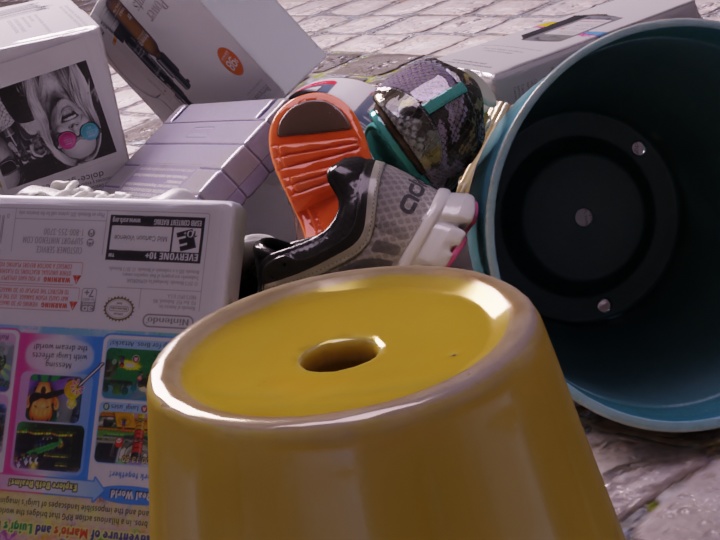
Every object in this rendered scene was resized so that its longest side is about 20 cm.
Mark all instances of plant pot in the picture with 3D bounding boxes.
[{"bbox_3d":[0.143,-0.025,0.856,0.199,0.201,0.188,-13,4,-8],"label":"plant pot"},{"bbox_3d":[0.010,0.108,0.537,0.200,0.190,0.201,-9,19,3],"label":"plant pot"}]

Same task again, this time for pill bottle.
[{"bbox_3d":[-0.037,-0.052,1.100,0.119,0.120,0.200,-4,21,18],"label":"pill bottle"}]

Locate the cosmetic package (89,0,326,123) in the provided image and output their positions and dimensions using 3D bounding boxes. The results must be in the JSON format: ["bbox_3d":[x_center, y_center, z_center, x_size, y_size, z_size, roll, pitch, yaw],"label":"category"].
[{"bbox_3d":[-0.122,-0.168,1.167,0.052,0.151,0.200,-48,7,-23],"label":"cosmetic package"}]

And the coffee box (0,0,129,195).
[{"bbox_3d":[-0.282,-0.079,1.180,0.199,0.199,0.200,-15,20,-13],"label":"coffee box"}]

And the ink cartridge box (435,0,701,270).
[{"bbox_3d":[0.143,-0.092,1.076,0.199,0.148,0.085,-23,23,-35],"label":"ink cartridge box"}]

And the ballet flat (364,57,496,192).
[{"bbox_3d":[0.043,-0.077,0.869,0.072,0.072,0.200,-10,-2,0],"label":"ballet flat"}]

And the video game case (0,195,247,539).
[{"bbox_3d":[-0.160,0.053,0.788,0.199,0.183,0.024,2,-10,18],"label":"video game case"}]

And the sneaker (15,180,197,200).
[{"bbox_3d":[-0.163,-0.014,0.895,0.199,0.088,0.074,-21,-1,42],"label":"sneaker"}]

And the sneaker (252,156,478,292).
[{"bbox_3d":[-0.027,0.027,0.794,0.087,0.200,0.074,35,10,3],"label":"sneaker"}]

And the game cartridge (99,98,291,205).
[{"bbox_3d":[-0.116,-0.055,1.021,0.130,0.038,0.200,-53,23,-12],"label":"game cartridge"}]

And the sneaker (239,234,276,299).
[{"bbox_3d":[-0.066,0.024,0.876,0.099,0.078,0.200,-45,-11,15],"label":"sneaker"}]

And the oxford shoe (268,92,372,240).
[{"bbox_3d":[0.000,0.000,0.901,0.071,0.201,0.073,-13,-19,2],"label":"oxford shoe"}]

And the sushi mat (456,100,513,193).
[{"bbox_3d":[0.021,-0.023,0.966,0.095,0.012,0.201,13,72,52],"label":"sushi mat"}]
